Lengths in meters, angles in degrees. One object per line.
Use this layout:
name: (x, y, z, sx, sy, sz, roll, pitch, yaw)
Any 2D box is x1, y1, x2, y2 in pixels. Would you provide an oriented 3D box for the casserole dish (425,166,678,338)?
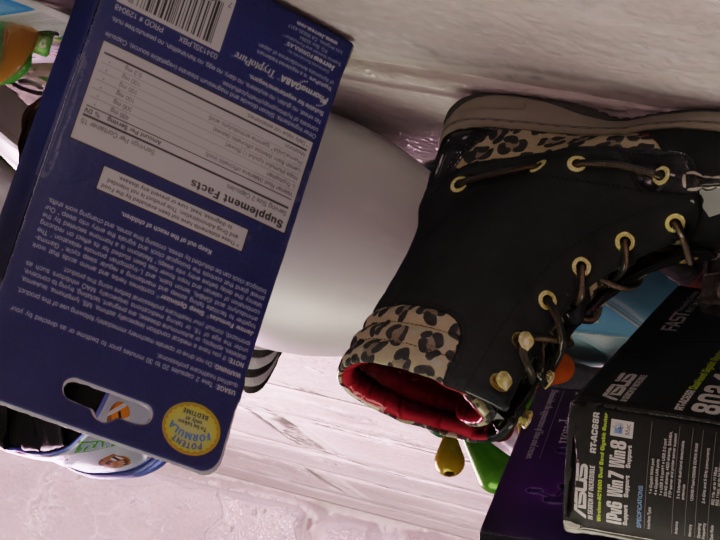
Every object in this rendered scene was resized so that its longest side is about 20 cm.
casserole dish: (0.100, -0.004, 0.975, 0.121, 0.039, 0.200, 5, 162, 41)

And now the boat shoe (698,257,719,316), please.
boat shoe: (0.246, 0.008, 0.775, 0.200, 0.064, 0.071, 7, 165, 37)

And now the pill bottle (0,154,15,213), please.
pill bottle: (-0.233, -0.034, 0.880, 0.111, 0.111, 0.200, 24, -173, -32)

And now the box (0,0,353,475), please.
box: (-0.085, -0.027, 0.731, 0.121, 0.200, 0.032, 25, 166, -32)

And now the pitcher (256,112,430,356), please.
pitcher: (0.000, 0.000, 0.891, 0.200, 0.121, 0.172, 18, 157, 10)

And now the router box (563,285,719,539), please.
router box: (0.190, 0.067, 0.788, 0.150, 0.062, 0.200, 7, -164, 22)

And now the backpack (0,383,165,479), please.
backpack: (-0.167, 0.038, 1.138, 0.154, 0.191, 0.200, 31, 163, -38)

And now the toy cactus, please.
toy cactus: (0.039, 0.043, 1.078, 0.200, 0.102, 0.165, 50, 169, -30)

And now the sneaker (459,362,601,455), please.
sneaker: (0.092, 0.086, 1.180, 0.082, 0.077, 0.200, 30, 162, -27)

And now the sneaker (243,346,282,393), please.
sneaker: (-0.082, -0.006, 1.013, 0.115, 0.076, 0.200, 23, -161, 2)

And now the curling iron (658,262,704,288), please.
curling iron: (0.180, 0.004, 0.920, 0.200, 0.026, 0.050, 32, -163, -41)

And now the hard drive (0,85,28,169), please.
hard drive: (-0.236, -0.062, 1.045, 0.132, 0.026, 0.200, 43, 151, -28)

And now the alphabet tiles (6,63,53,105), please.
alphabet tiles: (-0.176, -0.094, 1.007, 0.200, 0.006, 0.166, 6, 164, 40)

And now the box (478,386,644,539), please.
box: (0.137, 0.126, 0.832, 0.141, 0.079, 0.200, 8, -164, 11)

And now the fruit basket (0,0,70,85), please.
fruit basket: (-0.201, -0.102, 0.799, 0.185, 0.094, 0.200, 4, 174, 17)

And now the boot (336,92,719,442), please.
boot: (0.100, 0.007, 0.731, 0.203, 0.154, 0.074, 11, 148, 30)

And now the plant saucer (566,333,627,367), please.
plant saucer: (0.093, 0.031, 1.164, 0.200, 0.027, 0.200, 16, 167, 4)

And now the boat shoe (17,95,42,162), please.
boat shoe: (-0.136, -0.053, 0.859, 0.067, 0.072, 0.200, 9, -175, -2)
